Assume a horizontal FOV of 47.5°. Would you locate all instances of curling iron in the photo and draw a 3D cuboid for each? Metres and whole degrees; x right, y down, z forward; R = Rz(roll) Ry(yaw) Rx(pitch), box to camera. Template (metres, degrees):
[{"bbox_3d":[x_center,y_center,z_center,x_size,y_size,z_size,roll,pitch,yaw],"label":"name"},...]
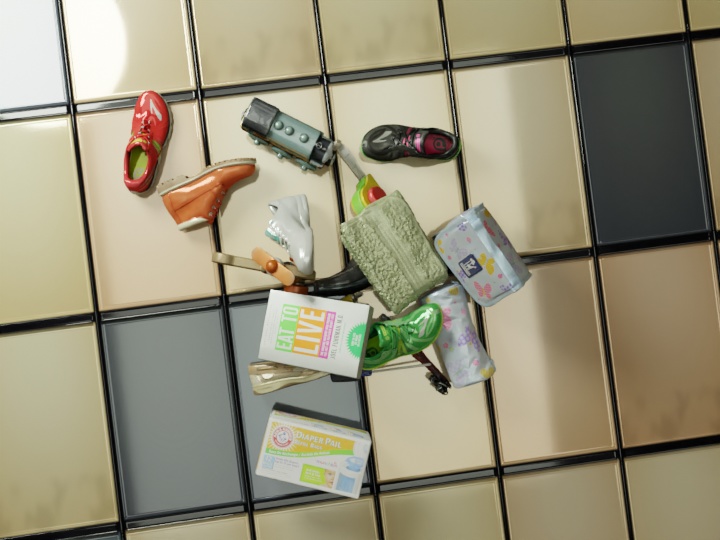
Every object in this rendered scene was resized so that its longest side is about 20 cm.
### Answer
[{"bbox_3d":[0.110,0.161,1.588,0.025,0.050,0.201,-39,90,12],"label":"curling iron"}]

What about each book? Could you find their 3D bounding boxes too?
[{"bbox_3d":[-0.083,0.118,1.524,0.198,0.048,0.135,8,79,18],"label":"book"}]

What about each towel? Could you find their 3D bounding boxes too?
[{"bbox_3d":[0.064,-0.034,1.532,0.148,0.036,0.201,-34,97,-10],"label":"towel"}]

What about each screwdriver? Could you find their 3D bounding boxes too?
[{"bbox_3d":[0.037,0.193,1.572,0.197,0.029,0.028,-8,86,13],"label":"screwdriver"}]

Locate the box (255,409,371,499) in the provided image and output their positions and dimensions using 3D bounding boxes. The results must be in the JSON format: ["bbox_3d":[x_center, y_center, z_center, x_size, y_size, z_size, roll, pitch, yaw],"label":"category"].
[{"bbox_3d":[-0.088,0.344,1.545,0.197,0.101,0.114,13,88,-3],"label":"box"}]

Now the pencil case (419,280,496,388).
[{"bbox_3d":[0.187,0.125,1.572,0.090,0.083,0.202,-23,89,18],"label":"pencil case"}]

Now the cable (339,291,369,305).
[{"bbox_3d":[-0.074,0.110,1.592,0.198,0.050,0.098,-14,102,9],"label":"cable"}]

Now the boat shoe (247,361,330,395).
[{"bbox_3d":[-0.117,0.181,1.562,0.198,0.071,0.065,-17,90,-2],"label":"boat shoe"}]

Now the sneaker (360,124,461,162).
[{"bbox_3d":[0.098,-0.250,1.575,0.197,0.084,0.078,-3,88,-3],"label":"sneaker"}]

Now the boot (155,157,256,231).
[{"bbox_3d":[-0.279,-0.148,1.565,0.198,0.075,0.108,-22,93,5],"label":"boot"}]

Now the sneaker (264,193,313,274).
[{"bbox_3d":[-0.133,-0.063,1.522,0.087,0.201,0.076,-4,132,-10],"label":"sneaker"}]

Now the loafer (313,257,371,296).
[{"bbox_3d":[0.000,0.000,1.578,0.198,0.073,0.073,-14,81,-13],"label":"loafer"}]

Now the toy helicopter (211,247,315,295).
[{"bbox_3d":[-0.182,-0.006,1.532,0.197,0.132,0.080,10,89,-2],"label":"toy helicopter"}]

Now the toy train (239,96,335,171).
[{"bbox_3d":[-0.138,-0.256,1.548,0.198,0.114,0.086,28,88,-2],"label":"toy train"}]

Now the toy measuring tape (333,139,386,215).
[{"bbox_3d":[-0.005,-0.159,1.574,0.073,0.074,0.201,-37,89,-3],"label":"toy measuring tape"}]

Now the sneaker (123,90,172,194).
[{"bbox_3d":[-0.406,-0.244,1.549,0.076,0.085,0.203,8,89,-3],"label":"sneaker"}]

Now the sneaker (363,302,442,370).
[{"bbox_3d":[0.066,0.126,1.527,0.199,0.084,0.075,-31,65,11],"label":"sneaker"}]

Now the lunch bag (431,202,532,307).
[{"bbox_3d":[0.222,-0.029,1.519,0.127,0.200,0.170,-36,92,-3],"label":"lunch bag"}]
